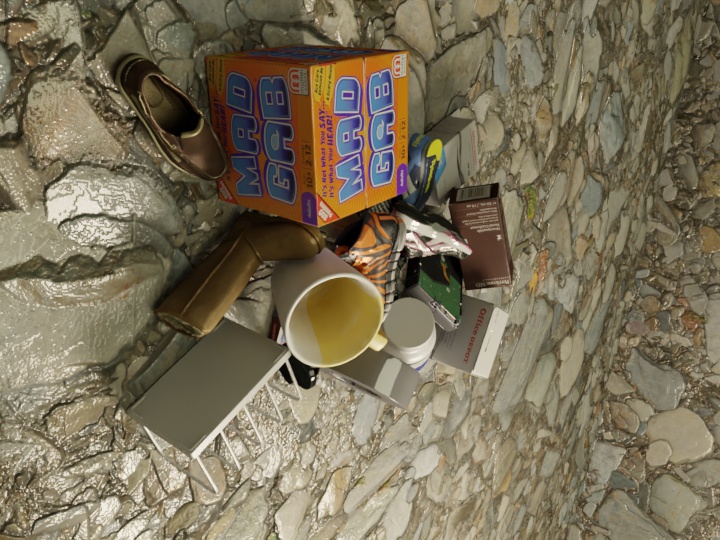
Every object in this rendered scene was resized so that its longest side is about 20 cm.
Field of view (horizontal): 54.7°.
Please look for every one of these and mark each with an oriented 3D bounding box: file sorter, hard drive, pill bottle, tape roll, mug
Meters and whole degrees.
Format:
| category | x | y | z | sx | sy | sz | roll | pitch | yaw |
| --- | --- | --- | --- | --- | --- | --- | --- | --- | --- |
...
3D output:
| category | x | y | z | sx | sy | sz | roll | pitch | yaw |
| --- | --- | --- | --- | --- | --- | --- | --- | --- | --- |
| file sorter | -0.201 | 0.198 | 1.012 | 0.200 | 0.138 | 0.125 | -46 | 139 | -32 |
| hard drive | 0.148 | 0.005 | 1.372 | 0.140 | 0.038 | 0.201 | 42 | 36 | -28 |
| pill bottle | 0.083 | 0.130 | 1.319 | 0.116 | 0.115 | 0.200 | -57 | 169 | -21 |
| tape roll | 0.003 | 0.171 | 1.218 | 0.200 | 0.199 | 0.067 | 41 | 70 | -51 |
| mug | -0.059 | 0.052 | 1.036 | 0.148 | 0.153 | 0.188 | -25 | 125 | -12 |

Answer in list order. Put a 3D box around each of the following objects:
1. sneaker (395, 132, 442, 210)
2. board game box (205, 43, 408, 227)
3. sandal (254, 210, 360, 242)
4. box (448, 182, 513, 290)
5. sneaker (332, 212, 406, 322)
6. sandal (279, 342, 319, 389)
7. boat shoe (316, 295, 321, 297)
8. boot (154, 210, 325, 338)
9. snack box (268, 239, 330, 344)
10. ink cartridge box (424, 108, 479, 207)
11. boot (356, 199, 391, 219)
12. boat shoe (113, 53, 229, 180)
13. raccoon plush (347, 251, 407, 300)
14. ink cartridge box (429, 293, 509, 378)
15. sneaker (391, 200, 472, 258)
| category | x | y | z | sx | sy | sz | roll | pitch | yaw |
| --- | --- | --- | --- | --- | --- | --- | --- | --- | --- |
| sneaker | 0.093 | -0.174 | 1.317 | 0.074 | 0.082 | 0.202 | -43 | 155 | -46 |
| board game box | -0.068 | -0.200 | 0.975 | 0.199 | 0.198 | 0.202 | -26 | 123 | -45 |
| sandal | -0.072 | -0.085 | 1.108 | 0.198 | 0.054 | 0.081 | 14 | 91 | -33 |
| box | 0.241 | -0.065 | 1.385 | 0.075 | 0.099 | 0.202 | -70 | 148 | -54 |
| sneaker | 0.000 | 0.000 | 1.145 | 0.111 | 0.077 | 0.203 | 5 | 99 | -36 |
| sandal | -0.097 | 0.140 | 1.087 | 0.048 | 0.200 | 0.076 | -31 | 94 | -17 |
| boat shoe | -0.040 | 0.071 | 1.206 | 0.200 | 0.074 | 0.063 | 47 | 59 | -71 |
| boot | -0.162 | 0.011 | 0.960 | 0.201 | 0.174 | 0.066 | -54 | 133 | -30 |
| snack box | -0.102 | 0.034 | 1.171 | 0.072 | 0.024 | 0.202 | 13 | 93 | -55 |
| ink cartridge box | 0.179 | -0.232 | 1.406 | 0.200 | 0.066 | 0.117 | -43 | 135 | -35 |
| boot | 0.027 | -0.180 | 1.210 | 0.211 | 0.079 | 0.158 | -48 | 131 | -15 |
| boat shoe | -0.225 | -0.177 | 0.874 | 0.075 | 0.075 | 0.202 | -52 | 139 | -9 |
| raccoon plush | 0.013 | -0.023 | 1.286 | 0.135 | 0.096 | 0.201 | 57 | 27 | -31 |
| ink cartridge box | 0.186 | 0.120 | 1.442 | 0.086 | 0.198 | 0.148 | 25 | 84 | -54 |
| sneaker | 0.116 | -0.059 | 1.297 | 0.199 | 0.081 | 0.087 | 23 | 118 | -32 |
